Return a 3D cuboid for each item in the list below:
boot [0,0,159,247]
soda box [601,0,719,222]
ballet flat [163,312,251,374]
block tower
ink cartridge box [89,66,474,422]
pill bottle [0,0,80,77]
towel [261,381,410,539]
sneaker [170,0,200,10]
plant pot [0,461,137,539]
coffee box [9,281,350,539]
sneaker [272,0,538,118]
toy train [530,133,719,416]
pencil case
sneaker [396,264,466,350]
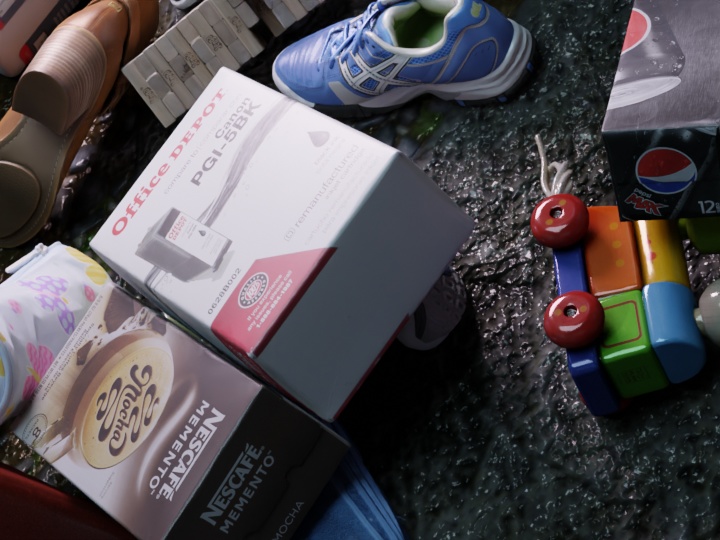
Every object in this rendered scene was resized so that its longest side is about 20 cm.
[{"bbox_3d":[-0.213,-0.116,1.612,0.200,0.074,0.155,-52,3,43],"label":"boot"},{"bbox_3d":[0.188,-0.112,1.261,0.070,0.064,0.200,-3,37,18],"label":"soda box"},{"bbox_3d":[-0.084,0.030,1.422,0.200,0.067,0.067,36,105,49],"label":"ballet flat"},{"bbox_3d":[-0.075,-0.186,1.561,0.200,0.054,0.058,-38,7,6],"label":"block tower"},{"bbox_3d":[-0.051,-0.020,1.308,0.147,0.083,0.200,-54,39,-6],"label":"ink cartridge box"},{"bbox_3d":[-0.253,-0.262,1.721,0.200,0.120,0.119,-51,43,-7],"label":"pill bottle"},{"bbox_3d":[-0.039,0.150,1.298,0.112,0.049,0.200,-41,43,6],"label":"towel"},{"bbox_3d":[-0.116,-0.246,1.588,0.074,0.081,0.200,-41,8,-16],"label":"sneaker"},{"bbox_3d":[-0.256,0.195,1.337,0.199,0.176,0.201,17,69,43],"label":"plant pot"},{"bbox_3d":[-0.110,0.098,1.300,0.113,0.080,0.200,-56,37,-5],"label":"coffee box"},{"bbox_3d":[0.019,-0.152,1.460,0.199,0.077,0.076,-6,57,36],"label":"sneaker"},{"bbox_3d":[0.162,-0.021,1.257,0.115,0.085,0.201,-15,50,14],"label":"toy train"},{"bbox_3d":[-0.223,0.043,1.419,0.083,0.200,0.091,7,105,13],"label":"pencil case"},{"bbox_3d":[0.000,0.000,1.377,0.087,0.074,0.200,-49,34,8],"label":"sneaker"}]
